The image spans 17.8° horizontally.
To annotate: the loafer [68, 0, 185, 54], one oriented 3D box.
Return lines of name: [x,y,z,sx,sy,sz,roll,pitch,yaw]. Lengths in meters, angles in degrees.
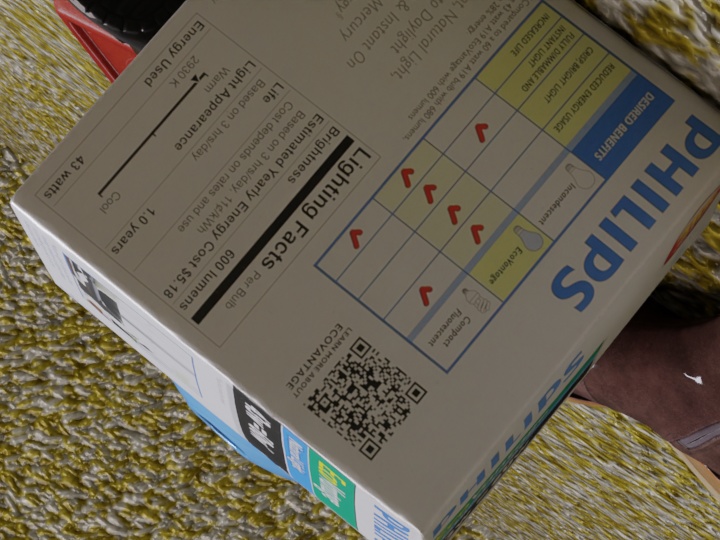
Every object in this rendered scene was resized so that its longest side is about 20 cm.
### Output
loafer: [-0.110,-0.143,1.229,0.200,0.073,0.071,42,170,-18]

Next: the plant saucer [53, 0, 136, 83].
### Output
plant saucer: [-0.094,-0.105,1.422,0.200,0.037,0.200,28,165,30]

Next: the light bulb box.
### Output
light bulb box: [0.008,-0.022,0.891,0.200,0.198,0.125,39,170,10]

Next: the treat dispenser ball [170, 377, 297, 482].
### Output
treat dispenser ball: [0.000,0.000,1.054,0.201,0.201,0.201,39,172,6]

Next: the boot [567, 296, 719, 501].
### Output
boot: [0.155,0.035,1.096,0.200,0.072,0.166,41,160,3]
